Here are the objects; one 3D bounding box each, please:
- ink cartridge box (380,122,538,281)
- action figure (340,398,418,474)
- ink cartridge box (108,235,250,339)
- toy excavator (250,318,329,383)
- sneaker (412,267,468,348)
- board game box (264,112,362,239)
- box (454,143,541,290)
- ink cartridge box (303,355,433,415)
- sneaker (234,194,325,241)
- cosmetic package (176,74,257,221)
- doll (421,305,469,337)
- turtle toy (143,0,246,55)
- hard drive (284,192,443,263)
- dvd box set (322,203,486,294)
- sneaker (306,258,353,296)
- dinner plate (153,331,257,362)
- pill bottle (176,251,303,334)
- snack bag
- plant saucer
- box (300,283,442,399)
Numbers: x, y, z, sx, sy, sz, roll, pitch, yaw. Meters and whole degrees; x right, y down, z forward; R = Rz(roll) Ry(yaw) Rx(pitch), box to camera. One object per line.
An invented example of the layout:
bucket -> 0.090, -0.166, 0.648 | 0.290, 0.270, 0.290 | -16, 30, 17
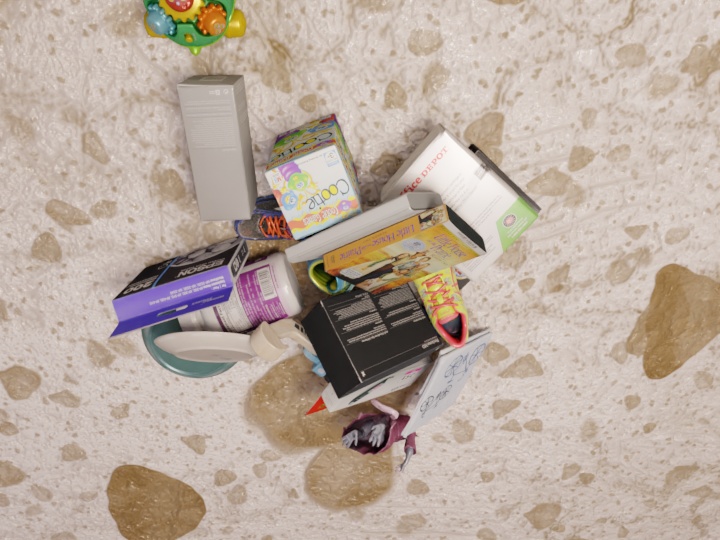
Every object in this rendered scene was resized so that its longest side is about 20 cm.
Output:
ink cartridge box -> 0.149, -0.106, 0.848 | 0.199, 0.084, 0.146 | 39, 109, -13
action figure -> 0.054, 0.311, 1.090 | 0.199, 0.133, 0.151 | 10, 102, -50
ink cartridge box -> -0.287, 0.019, 0.873 | 0.196, 0.200, 0.044 | -17, 113, 5
toy excavator -> -0.081, 0.118, 0.944 | 0.199, 0.195, 0.100 | 36, 121, -13
sneaker -> 0.139, 0.046, 0.921 | 0.078, 0.091, 0.201 | -26, 112, 12
board game box -> -0.065, -0.146, 0.801 | 0.104, 0.201, 0.104 | -20, 117, 7
box -> 0.181, -0.087, 0.933 | 0.160, 0.044, 0.200 | 38, 109, -18
ink cartridge box -> 0.014, 0.216, 0.995 | 0.198, 0.044, 0.174 | -8, 144, -40
sneaker -> -0.112, -0.082, 0.900 | 0.197, 0.079, 0.076 | -8, 117, 1
cosmetic package -> -0.210, -0.186, 0.827 | 0.089, 0.107, 0.202 | -1, 115, -3
doll -> 0.097, 0.109, 1.026 | 0.199, 0.049, 0.137 | -28, 114, 11
turtle toy -> -0.234, -0.392, 0.722 | 0.144, 0.101, 0.202 | -2, 117, -2
hard drive -> 0.007, -0.060, 0.770 | 0.198, 0.132, 0.027 | -21, 87, 28
dvd box set -> 0.066, -0.023, 0.790 | 0.198, 0.030, 0.146 | -21, 154, 26
sneaker -> 0.000, 0.000, 0.918 | 0.197, 0.131, 0.080 | 3, 118, -6
dinner plate -> -0.250, 0.136, 0.931 | 0.197, 0.025, 0.200 | 0, 162, 0
pill bottle -> -0.207, 0.052, 0.936 | 0.198, 0.113, 0.113 | -20, 117, 1
snack bag -> 0.163, 0.209, 1.028 | 0.021, 0.188, 0.202 | 36, 121, 29
plant saucer -> -0.315, 0.127, 1.025 | 0.197, 0.027, 0.202 | -1, 116, -3
box -> 0.022, 0.104, 0.900 | 0.199, 0.142, 0.079 | -14, 157, -43
